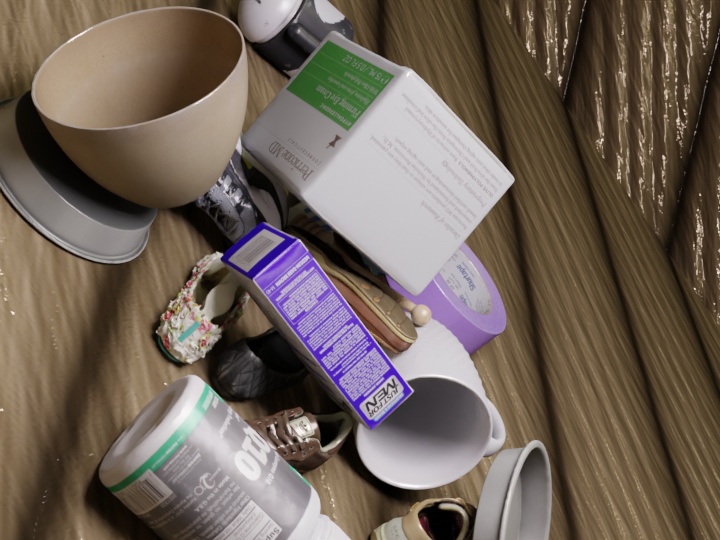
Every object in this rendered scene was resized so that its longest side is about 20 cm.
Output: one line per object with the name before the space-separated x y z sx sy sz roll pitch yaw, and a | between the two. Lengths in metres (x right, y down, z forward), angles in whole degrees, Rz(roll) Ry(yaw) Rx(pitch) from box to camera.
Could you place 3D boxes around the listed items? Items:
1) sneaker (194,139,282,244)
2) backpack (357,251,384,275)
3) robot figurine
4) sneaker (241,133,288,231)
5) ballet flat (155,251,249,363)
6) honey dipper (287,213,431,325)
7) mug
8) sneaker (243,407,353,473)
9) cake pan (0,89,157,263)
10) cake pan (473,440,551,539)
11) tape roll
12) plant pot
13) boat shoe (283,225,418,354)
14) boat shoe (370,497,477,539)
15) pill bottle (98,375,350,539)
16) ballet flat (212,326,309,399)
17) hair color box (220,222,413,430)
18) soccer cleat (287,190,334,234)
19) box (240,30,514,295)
sneaker | -0.164 -0.077 1.213 0.113 0.075 0.201 -20 82 -42
backpack | 0.034 -0.102 1.513 0.134 0.182 0.201 33 41 -18
robot figurine | -0.089 -0.357 1.688 0.200 0.150 0.126 37 64 -31
sneaker | -0.160 -0.110 1.311 0.084 0.075 0.201 -14 64 -49
ballet flat | -0.143 0.028 1.142 0.076 0.064 0.200 45 24 -13
honey dipper | 0.000 0.000 1.267 0.199 0.038 0.038 33 16 24
mug | 0.079 0.141 1.268 0.199 0.148 0.176 29 21 -20
sneaker | -0.082 0.154 1.060 0.200 0.075 0.071 2 54 -60
cake pan | -0.275 -0.099 1.112 0.200 0.037 0.201 41 27 -25
cake pan | 0.164 0.283 1.227 0.200 0.036 0.202 5 90 -66
tape roll | 0.120 0.023 1.615 0.200 0.066 0.201 39 27 -25
plant pot | -0.193 -0.140 1.078 0.201 0.199 0.135 -99 178 -48
boat shoe | -0.022 0.031 1.219 0.200 0.068 0.072 39 10 27
boat shoe | 0.089 0.277 1.206 0.200 0.066 0.074 1 55 -60
pill bottle | -0.105 0.191 0.924 0.200 0.113 0.113 46 25 -13
ballet flat | -0.083 0.088 1.173 0.067 0.057 0.200 55 24 5
hair color box | -0.042 0.053 1.107 0.201 0.065 0.109 55 -12 -23
soccer cleat | -0.069 -0.029 1.367 0.086 0.070 0.201 21 34 -11
box | 0.014 -0.120 1.238 0.200 0.172 0.199 39 1 -35
